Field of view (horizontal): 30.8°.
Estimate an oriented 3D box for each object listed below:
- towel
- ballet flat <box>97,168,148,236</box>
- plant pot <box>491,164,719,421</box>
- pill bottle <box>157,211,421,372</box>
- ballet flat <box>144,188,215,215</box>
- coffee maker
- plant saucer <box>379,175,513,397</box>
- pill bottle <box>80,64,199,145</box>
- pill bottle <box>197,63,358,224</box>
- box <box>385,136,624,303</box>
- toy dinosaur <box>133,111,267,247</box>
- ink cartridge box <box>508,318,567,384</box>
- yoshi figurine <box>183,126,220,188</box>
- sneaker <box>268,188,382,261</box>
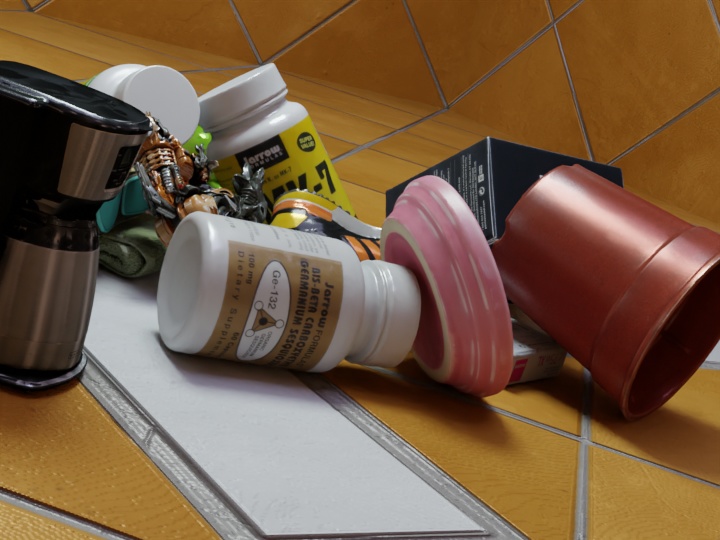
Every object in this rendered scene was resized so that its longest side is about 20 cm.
[{"bbox_3d":[-0.261,-0.043,1.282,0.200,0.037,0.148,20,13,17],"label":"towel"},{"bbox_3d":[-0.241,-0.070,1.191,0.071,0.071,0.200,18,8,3],"label":"ballet flat"},{"bbox_3d":[0.242,0.007,1.265,0.195,0.201,0.201,38,21,28],"label":"plant pot"},{"bbox_3d":[-0.057,0.024,1.081,0.200,0.115,0.114,11,14,-26],"label":"pill bottle"},{"bbox_3d":[-0.191,-0.066,1.406,0.199,0.064,0.076,15,11,-5],"label":"ballet flat"},{"bbox_3d":[-0.259,-0.040,0.895,0.192,0.201,0.135,13,12,-18],"label":"coffee maker"},{"bbox_3d":[0.068,0.019,1.146,0.051,0.201,0.201,-18,24,-15],"label":"plant saucer"},{"bbox_3d":[-0.245,-0.147,1.328,0.111,0.111,0.200,8,-10,-34],"label":"pill bottle"},{"bbox_3d":[-0.087,-0.100,1.334,0.114,0.200,0.114,-25,14,7],"label":"pill bottle"},{"bbox_3d":[0.163,-0.049,1.480,0.200,0.124,0.196,9,-21,-32],"label":"box"},{"bbox_3d":[-0.156,-0.049,1.202,0.102,0.201,0.136,-8,-2,22],"label":"toy dinosaur"},{"bbox_3d":[0.097,0.055,1.320,0.200,0.042,0.119,29,17,32],"label":"ink cartridge box"},{"bbox_3d":[-0.178,-0.140,1.652,0.112,0.112,0.200,31,20,26],"label":"yoshi figurine"},{"bbox_3d":[0.000,0.000,1.257,0.200,0.070,0.090,23,51,-12],"label":"sneaker"}]
